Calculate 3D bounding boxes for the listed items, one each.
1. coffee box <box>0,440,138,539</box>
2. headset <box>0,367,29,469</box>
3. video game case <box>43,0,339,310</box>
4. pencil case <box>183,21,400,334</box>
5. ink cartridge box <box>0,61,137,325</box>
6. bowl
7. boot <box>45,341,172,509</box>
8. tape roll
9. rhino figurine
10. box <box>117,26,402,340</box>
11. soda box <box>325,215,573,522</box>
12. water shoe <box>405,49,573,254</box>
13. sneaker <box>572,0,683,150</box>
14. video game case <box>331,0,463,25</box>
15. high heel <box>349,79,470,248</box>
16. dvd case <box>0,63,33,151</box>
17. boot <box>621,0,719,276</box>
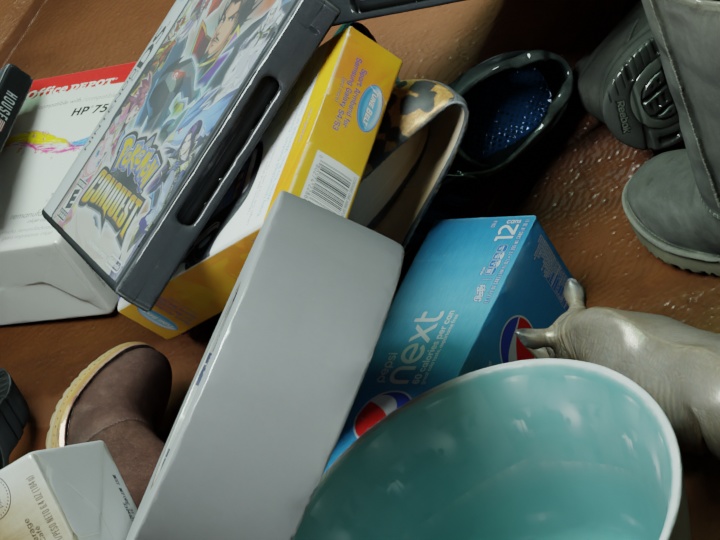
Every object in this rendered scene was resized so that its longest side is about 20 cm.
[{"bbox_3d":[-0.197,0.181,1.292,0.200,0.115,0.080,-31,-10,19],"label":"coffee box"},{"bbox_3d":[-0.256,0.133,1.491,0.123,0.094,0.200,-17,24,28],"label":"headset"},{"bbox_3d":[-0.096,-0.081,1.400,0.181,0.025,0.200,-57,21,1],"label":"video game case"},{"bbox_3d":[-0.054,-0.053,1.516,0.200,0.092,0.085,-40,68,-13],"label":"pencil case"},{"bbox_3d":[-0.175,-0.063,1.635,0.116,0.067,0.200,-7,44,35],"label":"ink cartridge box"},{"bbox_3d":[0.070,0.149,1.172,0.200,0.105,0.201,-20,37,16],"label":"bowl"},{"bbox_3d":[-0.094,0.124,1.379,0.166,0.072,0.200,5,48,25],"label":"boot"},{"bbox_3d":[-0.048,0.066,1.217,0.200,0.066,0.201,-157,90,-86],"label":"tape roll"},{"bbox_3d":[0.143,0.054,1.239,0.060,0.088,0.200,-46,38,-18],"label":"rhino figurine"},{"bbox_3d":[-0.060,-0.040,1.376,0.200,0.041,0.119,-30,36,54],"label":"box"},{"bbox_3d":[0.040,0.066,1.326,0.068,0.064,0.200,-1,47,37],"label":"soda box"},{"bbox_3d":[0.032,-0.060,1.449,0.200,0.072,0.079,-41,1,-11],"label":"water shoe"},{"bbox_3d":[0.197,-0.151,1.453,0.200,0.076,0.091,-36,26,-10],"label":"sneaker"},{"bbox_3d":[0.091,-0.175,1.489,0.180,0.026,0.200,-5,10,44],"label":"video game case"},{"bbox_3d":[0.000,0.000,1.350,0.142,0.071,0.201,-25,53,47],"label":"high heel"},{"bbox_3d":[-0.281,-0.024,1.621,0.200,0.025,0.150,-47,17,28],"label":"dvd case"},{"bbox_3d":[0.167,-0.082,1.281,0.073,0.200,0.182,-45,37,-17],"label":"boot"}]
